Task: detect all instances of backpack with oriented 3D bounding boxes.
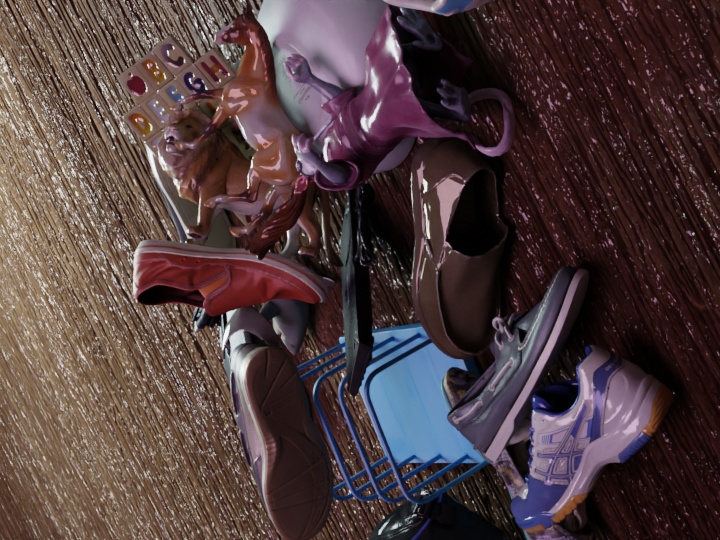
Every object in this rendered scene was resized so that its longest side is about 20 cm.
[{"bbox_3d":[0.057,0.321,1.490,0.146,0.184,0.200,36,162,-3],"label":"backpack"}]

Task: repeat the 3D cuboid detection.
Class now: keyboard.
[{"bbox_3d":[0.000,0.000,1.391,0.202,0.020,0.128,-95,11,-45],"label":"keyboard"}]

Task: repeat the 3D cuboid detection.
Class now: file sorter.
[{"bbox_3d":[0.020,0.141,1.471,0.199,0.122,0.140,-11,104,58],"label":"file sorter"}]

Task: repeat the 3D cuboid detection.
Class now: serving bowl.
[{"bbox_3d":[-0.035,-0.173,1.378,0.199,0.065,0.202,36,138,39],"label":"serving bowl"}]

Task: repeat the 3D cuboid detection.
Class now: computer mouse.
[{"bbox_3d":[-0.129,0.103,1.733,0.201,0.052,0.139,58,148,10],"label":"computer mouse"}]

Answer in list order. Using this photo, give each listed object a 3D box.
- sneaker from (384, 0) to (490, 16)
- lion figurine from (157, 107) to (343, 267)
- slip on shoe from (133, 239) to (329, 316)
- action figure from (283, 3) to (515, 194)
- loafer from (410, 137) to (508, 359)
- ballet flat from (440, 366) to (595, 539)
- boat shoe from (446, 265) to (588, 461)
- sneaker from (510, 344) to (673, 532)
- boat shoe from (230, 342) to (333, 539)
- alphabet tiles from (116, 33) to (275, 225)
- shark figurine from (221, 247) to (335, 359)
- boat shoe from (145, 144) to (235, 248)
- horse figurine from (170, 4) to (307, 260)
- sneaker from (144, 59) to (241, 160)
[{"bbox_3d":[0.029,-0.254,1.208,0.199,0.080,0.077,30,137,45],"label":"sneaker"},{"bbox_3d":[-0.100,-0.076,1.457,0.197,0.124,0.073,13,163,1],"label":"lion figurine"},{"bbox_3d":[-0.123,0.015,1.448,0.197,0.062,0.074,6,159,17],"label":"slip on shoe"},{"bbox_3d":[0.014,-0.123,1.271,0.200,0.148,0.135,-44,33,44],"label":"action figure"},{"bbox_3d":[0.085,-0.012,1.305,0.067,0.075,0.203,25,132,54],"label":"loafer"},{"bbox_3d":[0.147,0.163,1.365,0.202,0.072,0.072,60,149,6],"label":"ballet flat"},{"bbox_3d":[0.126,0.071,1.273,0.061,0.073,0.202,31,127,12],"label":"boat shoe"},{"bbox_3d":[0.169,0.133,1.261,0.088,0.075,0.201,38,129,2],"label":"sneaker"},{"bbox_3d":[-0.077,0.158,1.450,0.065,0.071,0.202,30,139,59],"label":"boat shoe"},{"bbox_3d":[-0.144,-0.130,1.499,0.200,0.006,0.166,49,138,-15],"label":"alphabet tiles"},{"bbox_3d":[-0.072,0.022,1.544,0.088,0.214,0.130,0,88,13],"label":"shark figurine"},{"bbox_3d":[-0.197,-0.096,1.672,0.062,0.072,0.202,8,123,50],"label":"boat shoe"},{"bbox_3d":[-0.098,-0.114,1.379,0.132,0.050,0.202,-31,79,27],"label":"horse figurine"},{"bbox_3d":[-0.128,-0.136,1.547,0.105,0.075,0.200,49,140,-10],"label":"sneaker"}]
